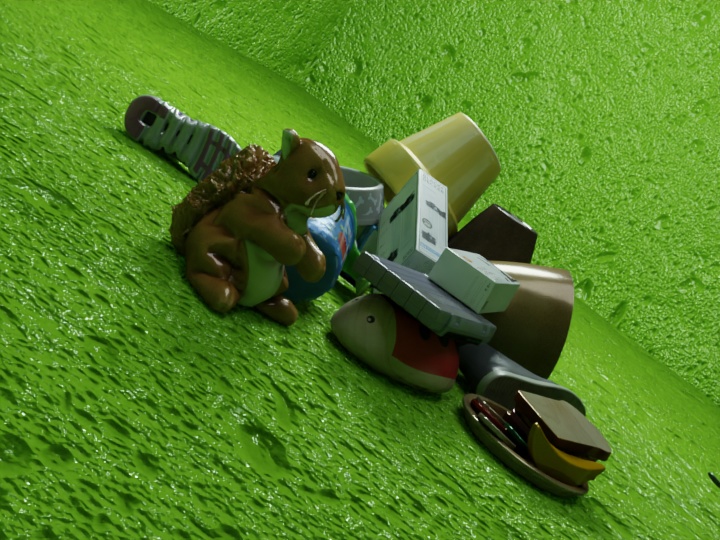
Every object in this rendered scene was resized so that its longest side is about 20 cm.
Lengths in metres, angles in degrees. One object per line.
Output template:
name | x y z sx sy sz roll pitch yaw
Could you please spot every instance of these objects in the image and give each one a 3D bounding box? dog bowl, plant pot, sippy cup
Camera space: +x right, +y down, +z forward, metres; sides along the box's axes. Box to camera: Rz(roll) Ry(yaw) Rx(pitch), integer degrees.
dog bowl | -0.050 -0.131 1.700 0.196 0.060 0.200 9 17 -3
plant pot | 0.208 -0.005 1.743 0.185 0.202 0.187 32 10 -6
plant pot | 0.194 0.060 1.540 0.196 0.190 0.187 18 13 -8
plant pot | 0.134 -0.165 1.780 0.202 0.188 0.201 53 -5 6
sippy cup | -0.070 -0.032 1.239 0.174 0.142 0.131 2 24 0

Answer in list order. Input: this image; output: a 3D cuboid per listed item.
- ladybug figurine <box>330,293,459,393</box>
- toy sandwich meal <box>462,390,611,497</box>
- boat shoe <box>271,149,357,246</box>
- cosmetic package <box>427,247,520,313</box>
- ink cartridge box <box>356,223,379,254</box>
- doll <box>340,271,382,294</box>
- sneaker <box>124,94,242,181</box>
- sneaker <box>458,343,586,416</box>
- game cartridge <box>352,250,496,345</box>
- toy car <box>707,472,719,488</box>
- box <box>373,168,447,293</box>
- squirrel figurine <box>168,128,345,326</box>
ladybug figurine | 0.051 0.083 1.227 0.198 0.073 0.136 25 14 -43
toy sandwich meal | 0.214 0.195 1.234 0.203 0.071 0.205 33 11 -7
boat shoe | -0.067 -0.105 1.571 0.201 0.068 0.057 50 52 -12
cosmetic package | 0.156 0.013 1.373 0.082 0.051 0.200 33 8 15
ink cartridge box | 0.035 -0.047 1.758 0.115 0.068 0.200 31 11 -17
doll | 0.000 0.000 1.437 0.135 0.049 0.199 17 5 -42
sneaker | -0.248 -0.187 1.503 0.198 0.081 0.088 32 3 -6
sneaker | 0.220 0.157 1.404 0.198 0.075 0.106 27 15 -32
game cartridge | 0.081 0.038 1.227 0.129 0.039 0.199 42 10 26
toy car | 0.616 0.365 1.549 0.164 0.158 0.200 43 -4 -16
box | 0.078 -0.047 1.564 0.059 0.117 0.202 28 36 -19
squirrel figurine | -0.108 -0.069 1.093 0.200 0.188 0.141 41 14 37
